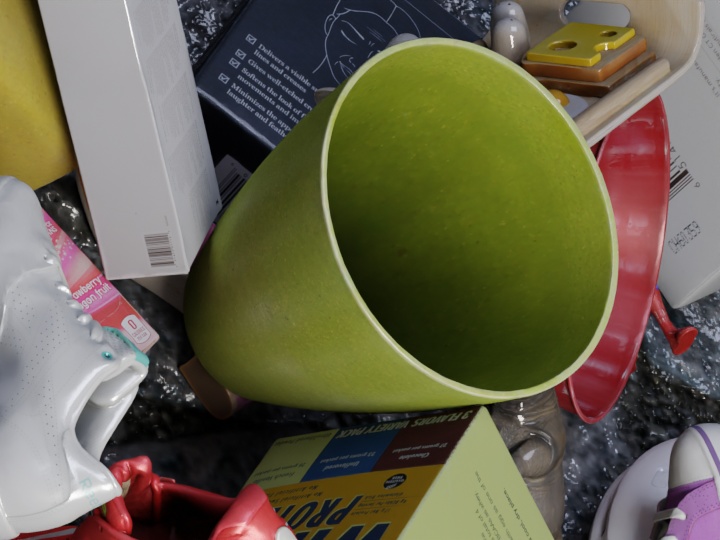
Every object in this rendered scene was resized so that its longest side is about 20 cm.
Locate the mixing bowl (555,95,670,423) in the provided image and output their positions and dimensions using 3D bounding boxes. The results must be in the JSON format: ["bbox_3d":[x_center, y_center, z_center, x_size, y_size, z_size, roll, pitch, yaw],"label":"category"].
[{"bbox_3d":[0.103,-0.018,1.634,0.108,0.200,0.200,10,41,19],"label":"mixing bowl"}]

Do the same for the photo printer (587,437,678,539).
[{"bbox_3d":[0.220,0.194,1.627,0.200,0.069,0.166,45,31,-1],"label":"photo printer"}]

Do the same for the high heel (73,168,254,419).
[{"bbox_3d":[-0.085,-0.019,1.564,0.096,0.067,0.200,-27,82,-36],"label":"high heel"}]

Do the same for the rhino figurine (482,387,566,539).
[{"bbox_3d":[0.083,0.102,1.540,0.060,0.201,0.087,15,25,27],"label":"rhino figurine"}]

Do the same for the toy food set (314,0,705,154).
[{"bbox_3d":[0.087,-0.121,1.565,0.200,0.143,0.061,-36,126,-46],"label":"toy food set"}]

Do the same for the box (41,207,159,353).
[{"bbox_3d":[-0.210,0.064,1.391,0.103,0.095,0.200,47,43,2],"label":"box"}]

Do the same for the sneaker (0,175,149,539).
[{"bbox_3d":[-0.143,0.037,1.310,0.075,0.088,0.200,66,15,-53],"label":"sneaker"}]

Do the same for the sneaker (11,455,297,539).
[{"bbox_3d":[-0.106,0.125,1.302,0.077,0.200,0.085,-47,123,-44],"label":"sneaker"}]

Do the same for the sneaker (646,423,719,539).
[{"bbox_3d":[0.155,0.180,1.506,0.114,0.073,0.201,3,77,-9],"label":"sneaker"}]

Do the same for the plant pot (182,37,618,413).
[{"bbox_3d":[0.000,0.000,1.452,0.187,0.200,0.188,14,66,-33],"label":"plant pot"}]

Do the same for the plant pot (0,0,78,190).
[{"bbox_3d":[-0.232,-0.135,1.463,0.200,0.194,0.196,47,39,-27],"label":"plant pot"}]

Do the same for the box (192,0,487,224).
[{"bbox_3d":[-0.028,-0.090,1.638,0.148,0.107,0.200,38,44,-7],"label":"box"}]

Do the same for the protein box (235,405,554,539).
[{"bbox_3d":[0.010,0.210,1.370,0.199,0.135,0.200,62,38,-22],"label":"protein box"}]

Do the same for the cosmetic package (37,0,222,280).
[{"bbox_3d":[-0.121,-0.103,1.418,0.083,0.051,0.200,-64,146,-61],"label":"cosmetic package"}]

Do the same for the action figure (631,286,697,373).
[{"bbox_3d":[0.147,-0.045,1.744,0.065,0.099,0.200,-21,67,-11],"label":"action figure"}]

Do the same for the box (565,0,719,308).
[{"bbox_3d":[0.240,-0.117,1.796,0.131,0.200,0.199,-23,74,-44],"label":"box"}]
